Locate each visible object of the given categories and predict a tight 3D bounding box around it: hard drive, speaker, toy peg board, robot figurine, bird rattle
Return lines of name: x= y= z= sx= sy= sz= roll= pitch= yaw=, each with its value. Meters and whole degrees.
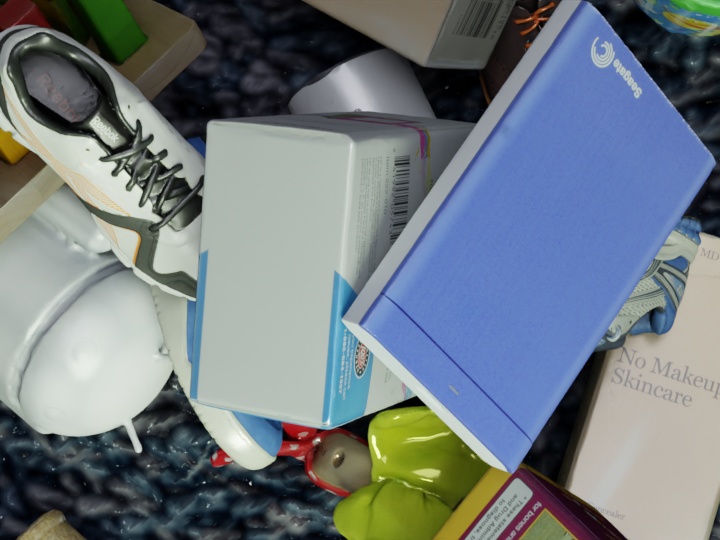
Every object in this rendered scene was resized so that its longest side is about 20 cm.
hard drive: x=0.089 y=-0.017 z=1.041 sx=0.132 sy=0.025 sz=0.200 roll=45 pitch=73 yaw=-35
speaker: x=0.032 y=-0.030 z=1.262 sx=0.081 sy=0.081 sz=0.200 roll=-25 pitch=81 yaw=-5
toy peg board: x=-0.232 y=-0.127 z=1.200 sx=0.199 sy=0.098 sz=0.200 roll=-45 pitch=43 yaw=-15
robot figurine: x=-0.185 y=0.019 z=1.218 sx=0.200 sy=0.170 sz=0.113 roll=39 pitch=43 yaw=21
bird rattle: x=0.014 y=0.130 z=1.202 sx=0.163 sy=0.200 sz=0.113 roll=35 pitch=72 yaw=-34

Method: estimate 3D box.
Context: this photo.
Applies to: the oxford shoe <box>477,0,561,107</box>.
oxford shoe: x=0.104 y=-0.138 z=1.286 sx=0.071 sy=0.073 sz=0.200 roll=-30 pitch=82 yaw=-6

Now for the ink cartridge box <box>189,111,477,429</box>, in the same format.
ink cartridge box: x=-0.005 y=-0.007 z=1.092 sx=0.084 sy=0.200 sz=0.145 roll=8 pitch=98 yaw=24

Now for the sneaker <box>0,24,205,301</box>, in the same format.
sneaker: x=-0.122 y=-0.053 z=1.097 sx=0.200 sy=0.080 sz=0.074 roll=40 pitch=81 yaw=-8

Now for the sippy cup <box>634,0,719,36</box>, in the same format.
sippy cup: x=0.216 y=-0.205 z=1.271 sx=0.139 sy=0.130 sz=0.178 roll=1 pitch=80 yaw=0

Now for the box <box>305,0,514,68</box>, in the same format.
box: x=-0.008 y=-0.199 z=1.242 sx=0.200 sy=0.095 sz=0.078 roll=31 pitch=107 yaw=23

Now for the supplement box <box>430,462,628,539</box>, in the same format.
supplement box: x=0.114 y=0.208 z=1.049 sx=0.131 sy=0.103 sz=0.200 roll=-50 pitch=47 yaw=5

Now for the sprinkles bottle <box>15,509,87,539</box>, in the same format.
sprinkles bottle: x=-0.128 y=0.229 z=1.220 sx=0.200 sy=0.068 sz=0.068 roll=41 pitch=82 yaw=6

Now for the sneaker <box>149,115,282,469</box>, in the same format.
sneaker: x=-0.056 y=0.005 z=1.171 sx=0.111 sy=0.077 sz=0.200 roll=-25 pitch=63 yaw=11

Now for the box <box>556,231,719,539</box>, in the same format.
box: x=0.181 y=0.079 z=1.247 sx=0.095 sy=0.078 sz=0.201 roll=17 pitch=80 yaw=3

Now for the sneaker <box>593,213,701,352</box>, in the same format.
sneaker: x=0.121 y=0.006 z=1.140 sx=0.077 sy=0.200 sz=0.085 roll=9 pitch=94 yaw=43
